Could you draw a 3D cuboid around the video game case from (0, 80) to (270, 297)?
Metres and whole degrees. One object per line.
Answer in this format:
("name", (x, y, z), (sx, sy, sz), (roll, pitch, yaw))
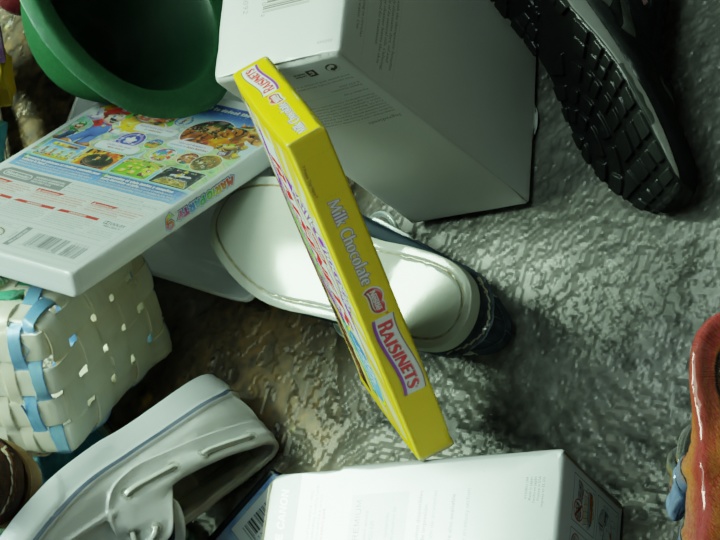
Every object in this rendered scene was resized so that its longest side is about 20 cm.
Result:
("video game case", (-0.146, -0.051, 1.615), (0.143, 0.018, 0.200), (14, 37, 39))

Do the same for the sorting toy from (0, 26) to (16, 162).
("sorting toy", (-0.258, -0.113, 1.744), (0.106, 0.180, 0.201), (-13, 62, 4))

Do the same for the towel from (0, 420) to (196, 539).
("towel", (-0.192, 0.190, 1.667), (0.200, 0.022, 0.147), (-50, 51, 10))

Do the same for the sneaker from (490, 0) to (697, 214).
("sneaker", (0.145, -0.130, 1.523), (0.201, 0.087, 0.076), (61, 154, 14))

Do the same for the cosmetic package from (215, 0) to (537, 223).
("cosmetic package", (0.014, -0.115, 1.528), (0.084, 0.200, 0.108), (-10, 62, 30))

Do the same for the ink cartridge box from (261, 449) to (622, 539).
("ink cartridge box", (0.033, 0.203, 1.437), (0.175, 0.084, 0.201), (-5, 62, 28))

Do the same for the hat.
("hat", (-0.187, -0.126, 1.699), (0.176, 0.200, 0.166), (-36, 88, 35))

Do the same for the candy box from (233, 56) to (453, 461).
("candy box", (-0.009, -0.006, 1.435), (0.026, 0.201, 0.102), (-27, 30, -8))

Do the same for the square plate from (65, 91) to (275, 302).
("square plate", (-0.099, -0.087, 1.711), (0.199, 0.028, 0.199), (13, 80, 39))

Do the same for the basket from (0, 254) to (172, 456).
("basket", (-0.226, 0.034, 1.659), (0.199, 0.140, 0.176), (-4, 28, 30))

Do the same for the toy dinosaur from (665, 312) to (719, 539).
("toy dinosaur", (0.190, 0.114, 1.347), (0.104, 0.200, 0.183), (-11, 96, 15))

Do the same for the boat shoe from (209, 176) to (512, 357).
("boat shoe", (0.000, 0.000, 1.579), (0.199, 0.062, 0.075), (17, 84, 36))

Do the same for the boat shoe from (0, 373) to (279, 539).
("boat shoe", (-0.125, 0.131, 1.555), (0.065, 0.074, 0.200), (37, 56, 20))

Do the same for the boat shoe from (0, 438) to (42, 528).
("boat shoe", (-0.274, 0.107, 1.556), (0.199, 0.070, 0.071), (1, 85, 31))

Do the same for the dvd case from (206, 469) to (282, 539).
("dvd case", (-0.042, 0.225, 1.544), (0.143, 0.018, 0.200), (-49, 52, 10))
